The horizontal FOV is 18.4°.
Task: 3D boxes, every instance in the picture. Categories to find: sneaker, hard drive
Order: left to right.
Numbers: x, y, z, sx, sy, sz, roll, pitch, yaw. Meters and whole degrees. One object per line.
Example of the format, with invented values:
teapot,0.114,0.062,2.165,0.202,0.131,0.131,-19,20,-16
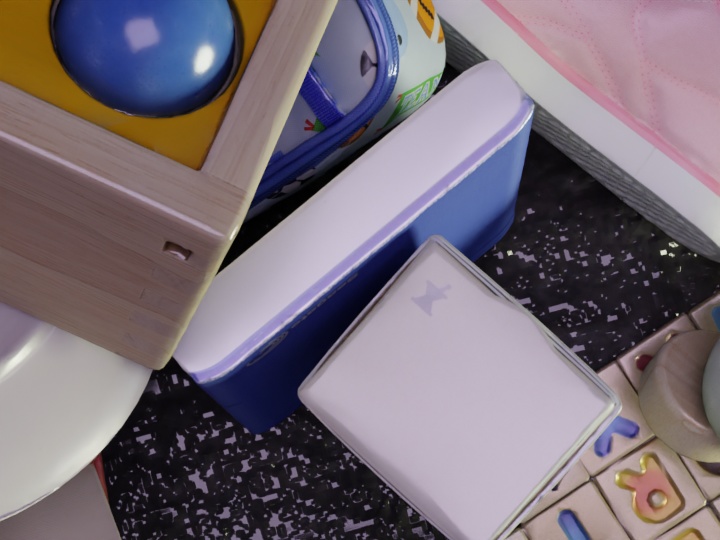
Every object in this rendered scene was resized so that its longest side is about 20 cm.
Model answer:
hard drive,0.000,0.000,0.761,0.132,0.200,0.025,-40,82,-4
sneaker,0.090,-0.101,0.834,0.200,0.075,0.105,37,89,-8

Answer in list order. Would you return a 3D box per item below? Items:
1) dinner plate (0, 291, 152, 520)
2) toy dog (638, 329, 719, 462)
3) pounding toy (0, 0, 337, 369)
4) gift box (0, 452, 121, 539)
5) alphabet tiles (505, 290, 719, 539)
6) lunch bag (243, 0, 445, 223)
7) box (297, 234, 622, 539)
dinner plate,-0.153,-0.011,0.655,0.200,0.024,0.200,8,56,-13
toy dog,0.204,0.060,0.814,0.200,0.132,0.096,0,59,1
pounding toy,-0.089,-0.116,0.621,0.184,0.142,0.200,25,64,-5
gift box,-0.158,0.157,0.724,0.200,0.187,0.185,-10,131,-15
alphabet tiles,0.116,0.122,0.863,0.200,0.008,0.167,-33,91,-4
lunch bag,-0.069,-0.116,0.789,0.160,0.076,0.200,-32,86,28
box,0.034,0.049,0.760,0.082,0.200,0.068,42,88,8
